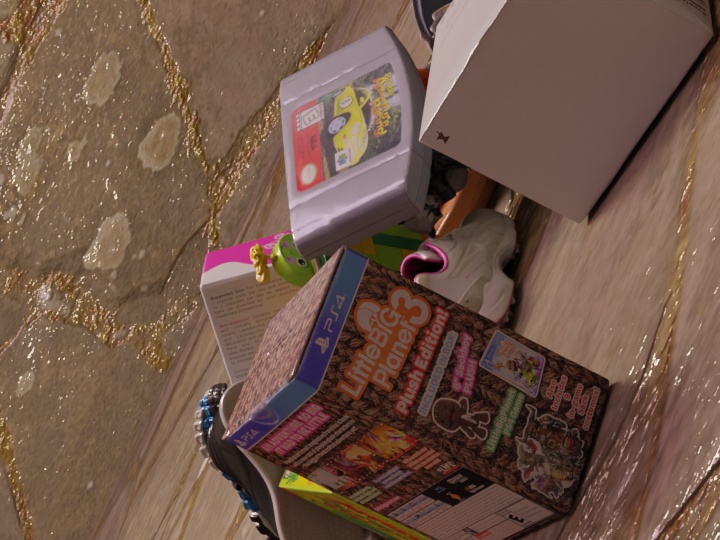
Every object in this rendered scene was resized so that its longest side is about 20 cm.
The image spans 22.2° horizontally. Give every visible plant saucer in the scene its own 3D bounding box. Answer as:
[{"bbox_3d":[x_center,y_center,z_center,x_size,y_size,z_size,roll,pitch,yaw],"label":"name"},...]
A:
[{"bbox_3d":[0.090,-0.072,1.800,0.201,0.037,0.200,-60,12,21],"label":"plant saucer"}]

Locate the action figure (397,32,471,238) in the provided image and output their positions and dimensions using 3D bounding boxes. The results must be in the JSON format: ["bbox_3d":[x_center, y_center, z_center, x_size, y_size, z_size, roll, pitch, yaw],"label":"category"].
[{"bbox_3d":[0.085,-0.117,1.603,0.199,0.105,0.194,9,70,40],"label":"action figure"}]

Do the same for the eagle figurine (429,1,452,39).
[{"bbox_3d":[0.145,-0.300,1.697,0.199,0.152,0.151,-27,-29,-30],"label":"eagle figurine"}]

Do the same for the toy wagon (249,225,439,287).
[{"bbox_3d":[0.000,0.000,1.595,0.040,0.199,0.156,-53,40,37],"label":"toy wagon"}]

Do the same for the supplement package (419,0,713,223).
[{"bbox_3d":[0.158,-0.185,1.423,0.192,0.147,0.200,-57,12,32],"label":"supplement package"}]

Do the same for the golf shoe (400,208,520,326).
[{"bbox_3d":[0.082,-0.008,1.534,0.076,0.091,0.200,-59,9,25],"label":"golf shoe"}]

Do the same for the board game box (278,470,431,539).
[{"bbox_3d":[0.008,0.170,1.425,0.048,0.101,0.200,-65,10,-10],"label":"board game box"}]

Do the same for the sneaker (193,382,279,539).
[{"bbox_3d":[-0.089,0.171,1.740,0.075,0.201,0.087,0,42,34],"label":"sneaker"}]

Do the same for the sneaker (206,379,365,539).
[{"bbox_3d":[-0.063,0.188,1.561,0.071,0.201,0.099,-30,-3,-19],"label":"sneaker"}]

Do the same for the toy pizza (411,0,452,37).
[{"bbox_3d":[0.125,-0.299,1.791,0.032,0.200,0.201,37,103,44],"label":"toy pizza"}]

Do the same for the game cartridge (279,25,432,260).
[{"bbox_3d":[-0.003,-0.115,1.571,0.133,0.041,0.201,-23,50,19],"label":"game cartridge"}]

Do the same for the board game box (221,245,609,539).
[{"bbox_3d":[0.034,0.093,1.213,0.159,0.199,0.097,-43,23,62],"label":"board game box"}]

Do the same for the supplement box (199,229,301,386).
[{"bbox_3d":[-0.083,0.076,1.822,0.103,0.201,0.101,-16,19,4],"label":"supplement box"}]
